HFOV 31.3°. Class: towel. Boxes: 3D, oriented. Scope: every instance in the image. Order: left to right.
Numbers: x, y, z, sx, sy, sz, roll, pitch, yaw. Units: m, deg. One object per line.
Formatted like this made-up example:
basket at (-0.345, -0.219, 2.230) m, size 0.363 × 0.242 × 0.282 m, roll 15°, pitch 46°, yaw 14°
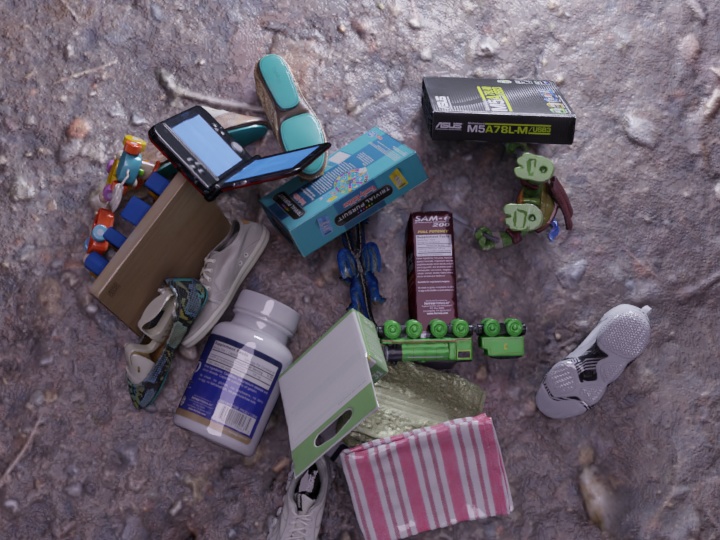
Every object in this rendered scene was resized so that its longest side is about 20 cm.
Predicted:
towel at (0.068, 0.182, 1.658) m, size 0.198 × 0.037 × 0.149 m, roll 18°, pitch 51°, yaw -12°
towel at (0.083, 0.265, 1.610) m, size 0.198 × 0.030 × 0.147 m, roll -15°, pitch 115°, yaw 3°

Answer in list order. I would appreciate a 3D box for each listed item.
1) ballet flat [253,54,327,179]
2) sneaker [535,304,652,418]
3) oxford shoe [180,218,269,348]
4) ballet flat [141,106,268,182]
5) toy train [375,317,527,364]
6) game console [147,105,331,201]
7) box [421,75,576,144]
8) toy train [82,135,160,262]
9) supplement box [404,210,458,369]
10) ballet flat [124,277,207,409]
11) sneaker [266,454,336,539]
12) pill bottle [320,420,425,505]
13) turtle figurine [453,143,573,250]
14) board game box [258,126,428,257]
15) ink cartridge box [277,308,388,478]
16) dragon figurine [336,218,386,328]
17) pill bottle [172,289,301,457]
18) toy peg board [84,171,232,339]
ballet flat at (-0.097, -0.209, 1.807) m, size 0.070 × 0.065 × 0.201 m, roll -15°, pitch 72°, yaw -14°
sneaker at (0.327, 0.121, 1.760) m, size 0.075 × 0.115 × 0.200 m, roll 46°, pitch 115°, yaw 7°
oxford shoe at (-0.197, 0.013, 1.753) m, size 0.058 × 0.075 × 0.201 m, roll 35°, pitch 77°, yaw -23°
ballet flat at (-0.229, -0.190, 1.802) m, size 0.199 × 0.068 × 0.068 m, roll -23°, pitch 73°, yaw -8°
toy train at (0.119, 0.091, 1.665) m, size 0.198 × 0.042 × 0.057 m, roll -1°, pitch 91°, yaw -4°
game console at (-0.153, -0.169, 1.659) m, size 0.172 × 0.200 × 0.119 m, roll 46°, pitch 109°, yaw -3°
box at (0.184, -0.222, 1.762) m, size 0.191 × 0.200 × 0.048 m, roll 4°, pitch 112°, yaw -2°
toy train at (-0.319, -0.093, 1.728) m, size 0.055 × 0.200 × 0.152 m, roll 16°, pitch 65°, yaw -19°
supplement box at (0.097, 0.029, 1.749) m, size 0.060 × 0.109 × 0.202 m, roll -1°, pitch 78°, yaw -3°
ballet flat at (-0.277, 0.093, 1.712) m, size 0.074 × 0.074 × 0.201 m, roll 28°, pitch 101°, yaw 3°
sneaker at (-0.081, 0.332, 1.699) m, size 0.074 × 0.081 × 0.202 m, roll 11°, pitch 80°, yaw -2°
pill bottle at (0.023, 0.228, 1.704) m, size 0.200 × 0.116 × 0.116 m, roll 40°, pitch 80°, yaw 5°
turtle figurine at (0.193, -0.103, 1.736) m, size 0.144 × 0.194 × 0.200 m, roll -43°, pitch 87°, yaw -1°
board game box at (-0.026, -0.110, 1.752) m, size 0.199 × 0.151 × 0.047 m, roll -33°, pitch 117°, yaw -7°
ink cartridge box at (-0.030, 0.158, 1.590) m, size 0.145 × 0.201 × 0.048 m, roll -42°, pitch 123°, yaw 17°
dragon figurine at (0.000, 0.000, 1.737) m, size 0.058 × 0.100 × 0.201 m, roll -11°, pitch 45°, yaw -2°
pill bottle at (-0.158, 0.135, 1.713) m, size 0.119 × 0.120 × 0.201 m, roll 23°, pitch 78°, yaw 2°
toy peg board at (-0.288, -0.036, 1.712) m, size 0.097 × 0.199 × 0.201 m, roll 32°, pitch 79°, yaw 20°
